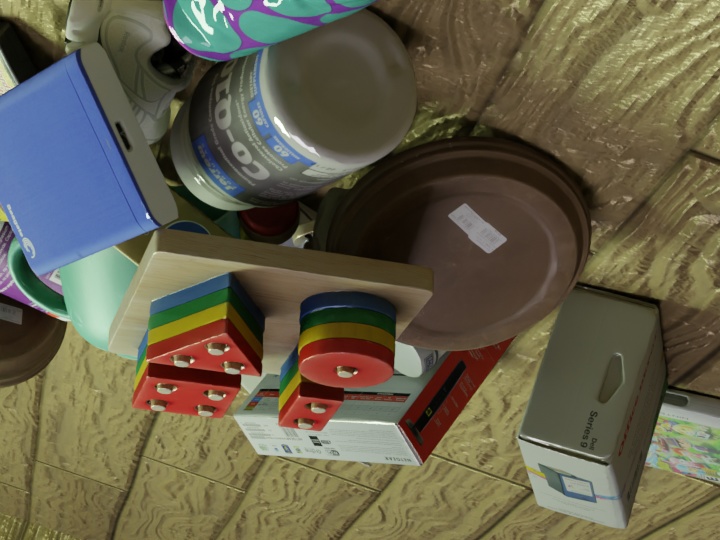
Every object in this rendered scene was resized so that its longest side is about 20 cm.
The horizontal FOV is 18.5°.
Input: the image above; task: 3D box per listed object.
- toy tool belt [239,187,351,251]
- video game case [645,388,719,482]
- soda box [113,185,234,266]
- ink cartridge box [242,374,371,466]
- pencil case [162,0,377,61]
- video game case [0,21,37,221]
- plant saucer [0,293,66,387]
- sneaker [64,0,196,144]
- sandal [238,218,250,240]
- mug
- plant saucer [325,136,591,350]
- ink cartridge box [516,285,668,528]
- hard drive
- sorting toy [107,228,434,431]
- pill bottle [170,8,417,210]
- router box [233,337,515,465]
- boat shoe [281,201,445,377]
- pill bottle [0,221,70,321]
[{"bbox_3d":[-0.001,-0.009,1.742,0.200,0.125,0.123,12,157,-1],"label":"toy tool belt"},{"bbox_3d":[0.273,0.148,2.093,0.182,0.022,0.200,12,161,17],"label":"video game case"},{"bbox_3d":[-0.159,-0.035,1.705,0.200,0.064,0.068,39,179,-6],"label":"soda box"},{"bbox_3d":[-0.052,0.100,2.065,0.115,0.068,0.200,28,-174,-29],"label":"ink cartridge box"},{"bbox_3d":[-0.046,-0.186,1.348,0.092,0.085,0.200,10,167,-31],"label":"pencil case"},{"bbox_3d":[-0.312,-0.118,1.778,0.180,0.026,0.200,6,137,33],"label":"video game case"},{"bbox_3d":[-0.353,0.012,2.013,0.200,0.200,0.029,26,139,-23],"label":"plant saucer"},{"bbox_3d":[-0.157,-0.142,1.605,0.081,0.075,0.200,6,160,8],"label":"sneaker"},{"bbox_3d":[-0.051,0.012,1.912,0.200,0.087,0.080,8,157,22],"label":"sandal"},{"bbox_3d":[-0.183,0.004,1.850,0.185,0.115,0.152,11,-154,43],"label":"mug"},{"bbox_3d":[0.074,-0.012,1.638,0.200,0.030,0.200,-3,130,-4],"label":"plant saucer"},{"bbox_3d":[0.201,0.118,1.882,0.087,0.146,0.200,15,162,14],"label":"ink cartridge box"},{"bbox_3d":[-0.210,-0.075,1.580,0.200,0.025,0.132,-18,98,56],"label":"hard drive"},{"bbox_3d":[-0.070,0.053,1.597,0.200,0.070,0.199,8,156,-13],"label":"sorting toy"},{"bbox_3d":[-0.053,-0.107,1.533,0.114,0.114,0.200,25,160,-20],"label":"pill bottle"},{"bbox_3d":[0.016,0.085,1.902,0.200,0.180,0.049,-1,130,45],"label":"router box"},{"bbox_3d":[0.000,0.000,1.831,0.200,0.066,0.072,41,151,17],"label":"boat shoe"},{"bbox_3d":[-0.318,-0.041,1.964,0.200,0.113,0.112,26,160,-21],"label":"pill bottle"}]
